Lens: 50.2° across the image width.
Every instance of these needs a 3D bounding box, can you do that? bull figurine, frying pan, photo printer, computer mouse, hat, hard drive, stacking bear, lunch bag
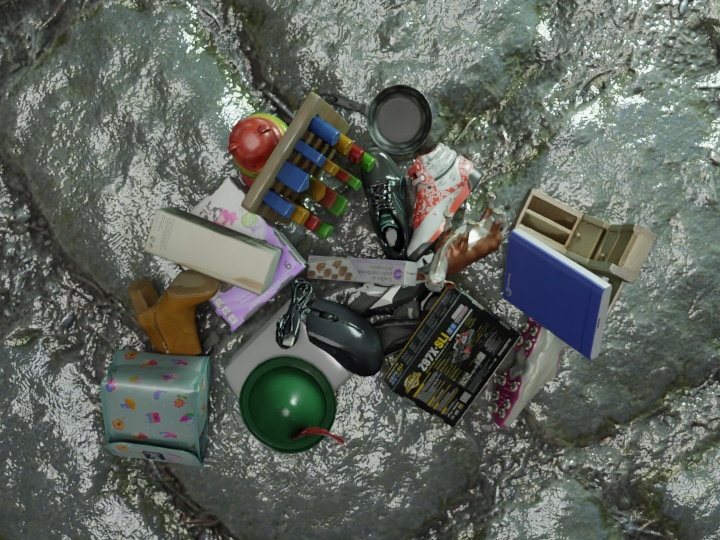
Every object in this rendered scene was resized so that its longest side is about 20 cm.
[{"bbox_3d":[0.168,-0.045,1.252,0.065,0.199,0.123,35,133,27],"label":"bull figurine"},{"bbox_3d":[0.030,-0.253,1.310,0.186,0.031,0.118,-6,93,5],"label":"frying pan"},{"bbox_3d":[-0.127,0.170,1.307,0.200,0.069,0.167,-42,91,18],"label":"photo printer"},{"bbox_3d":[-0.035,0.100,1.246,0.198,0.140,0.053,32,136,-17],"label":"computer mouse"},{"bbox_3d":[-0.127,0.238,1.193,0.166,0.176,0.200,44,108,-3],"label":"hat"},{"bbox_3d":[0.307,0.035,1.228,0.025,0.200,0.134,-19,127,-27],"label":"hard drive"},{"bbox_3d":[-0.160,-0.197,1.234,0.119,0.200,0.116,-22,93,3],"label":"stacking bear"},{"bbox_3d":[-0.344,0.249,1.308,0.167,0.123,0.204,6,117,-2],"label":"lunch bag"}]

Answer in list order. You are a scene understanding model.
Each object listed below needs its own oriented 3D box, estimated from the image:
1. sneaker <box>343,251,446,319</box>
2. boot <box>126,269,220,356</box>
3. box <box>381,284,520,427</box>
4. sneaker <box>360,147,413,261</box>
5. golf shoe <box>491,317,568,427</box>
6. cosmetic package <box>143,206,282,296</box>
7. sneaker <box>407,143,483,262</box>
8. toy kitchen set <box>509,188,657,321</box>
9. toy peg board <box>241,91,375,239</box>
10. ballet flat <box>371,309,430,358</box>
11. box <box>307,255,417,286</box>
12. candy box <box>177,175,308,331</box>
[{"bbox_3d":[0.061,0.050,1.298,0.197,0.067,0.092,-27,61,2],"label":"sneaker"},{"bbox_3d":[-0.291,0.079,1.287,0.198,0.071,0.146,-4,122,29],"label":"boot"},{"bbox_3d":[0.154,0.145,1.289,0.159,0.049,0.202,32,95,-28],"label":"box"},{"bbox_3d":[0.048,-0.110,1.294,0.074,0.079,0.204,-17,91,9],"label":"sneaker"},{"bbox_3d":[0.293,0.183,1.313,0.090,0.075,0.203,18,103,-18],"label":"golf shoe"},{"bbox_3d":[-0.231,-0.032,1.225,0.197,0.105,0.072,21,96,1],"label":"cosmetic package"},{"bbox_3d":[0.109,-0.118,1.286,0.107,0.067,0.203,37,77,0],"label":"sneaker"},{"bbox_3d":[0.332,-0.020,1.232,0.178,0.200,0.166,26,93,0],"label":"toy kitchen set"},{"bbox_3d":[-0.067,-0.149,1.223,0.097,0.199,0.202,34,95,12],"label":"toy peg board"},{"bbox_3d":[0.046,0.117,1.320,0.197,0.057,0.068,-24,93,4],"label":"ballet flat"},{"bbox_3d":[0.000,0.000,1.275,0.197,0.041,0.040,4,90,34],"label":"box"},{"bbox_3d":[-0.215,-0.030,1.311,0.167,0.072,0.201,-40,92,4],"label":"candy box"}]
